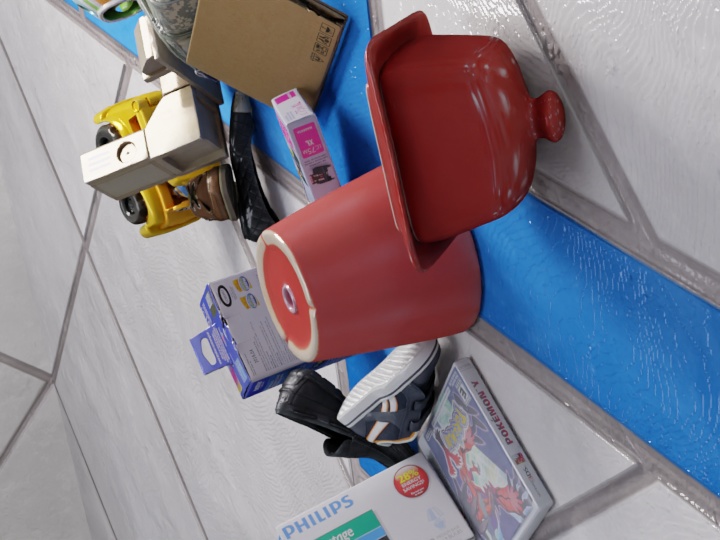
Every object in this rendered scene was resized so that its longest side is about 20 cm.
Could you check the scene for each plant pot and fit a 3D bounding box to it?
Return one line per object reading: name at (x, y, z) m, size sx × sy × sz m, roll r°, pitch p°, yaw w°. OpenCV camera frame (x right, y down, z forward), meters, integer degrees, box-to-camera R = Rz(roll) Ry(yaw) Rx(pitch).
plant pot at (0.000, 0.000, 1.562) m, size 0.201 × 0.176 × 0.201 m, roll 50°, pitch 151°, yaw 41°

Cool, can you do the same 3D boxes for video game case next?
video game case at (0.130, 0.217, 1.640) m, size 0.183 × 0.023 × 0.200 m, roll 60°, pitch 156°, yaw 24°

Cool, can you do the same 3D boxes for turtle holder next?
turtle holder at (-0.358, -0.413, 2.119) m, size 0.132 × 0.140 × 0.185 m, roll 67°, pitch 157°, yaw 6°

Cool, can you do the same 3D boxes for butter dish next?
butter dish at (0.101, -0.121, 1.286) m, size 0.199 × 0.147 × 0.201 m, roll -46°, pitch -54°, yaw -65°

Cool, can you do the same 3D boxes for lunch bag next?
lunch bag at (-0.202, -0.345, 1.824) m, size 0.201 × 0.139 × 0.168 m, roll 60°, pitch 174°, yaw 29°

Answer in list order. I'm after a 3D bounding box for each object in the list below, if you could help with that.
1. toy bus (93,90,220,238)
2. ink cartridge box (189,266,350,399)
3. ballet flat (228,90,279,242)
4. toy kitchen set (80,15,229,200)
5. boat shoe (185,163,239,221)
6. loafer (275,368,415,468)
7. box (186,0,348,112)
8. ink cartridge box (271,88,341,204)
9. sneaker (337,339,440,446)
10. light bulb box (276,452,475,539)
toy bus at (-0.261, -0.164, 2.142) m, size 0.191 × 0.135 × 0.201 m, roll -15°, pitch 97°, yaw 52°
ink cartridge box at (-0.104, 0.064, 1.830) m, size 0.137 × 0.199 × 0.076 m, roll 64°, pitch 157°, yaw 16°
ballet flat at (-0.138, -0.135, 1.973) m, size 0.067 × 0.056 × 0.202 m, roll -85°, pitch -13°, yaw -75°
toy kitchen set at (-0.294, -0.231, 1.944) m, size 0.163 × 0.179 × 0.201 m, roll 33°, pitch -139°, yaw -62°
boat shoe at (-0.197, -0.095, 2.013) m, size 0.200 × 0.067 × 0.073 m, roll 99°, pitch 166°, yaw -81°
loafer at (-0.018, 0.193, 1.797) m, size 0.200 × 0.071 × 0.068 m, roll 37°, pitch 158°, yaw -21°
box at (-0.108, -0.256, 1.685) m, size 0.163 × 0.021 × 0.200 m, roll 27°, pitch 151°, yaw 0°
ink cartridge box at (-0.043, -0.094, 1.696) m, size 0.119 × 0.042 × 0.201 m, roll -119°, pitch 6°, yaw -68°
sneaker at (0.052, 0.135, 1.692) m, size 0.079 × 0.079 × 0.200 m, roll 35°, pitch 144°, yaw -7°
light bulb box at (0.017, 0.343, 1.752) m, size 0.125 × 0.197 × 0.201 m, roll 56°, pitch 162°, yaw 29°
